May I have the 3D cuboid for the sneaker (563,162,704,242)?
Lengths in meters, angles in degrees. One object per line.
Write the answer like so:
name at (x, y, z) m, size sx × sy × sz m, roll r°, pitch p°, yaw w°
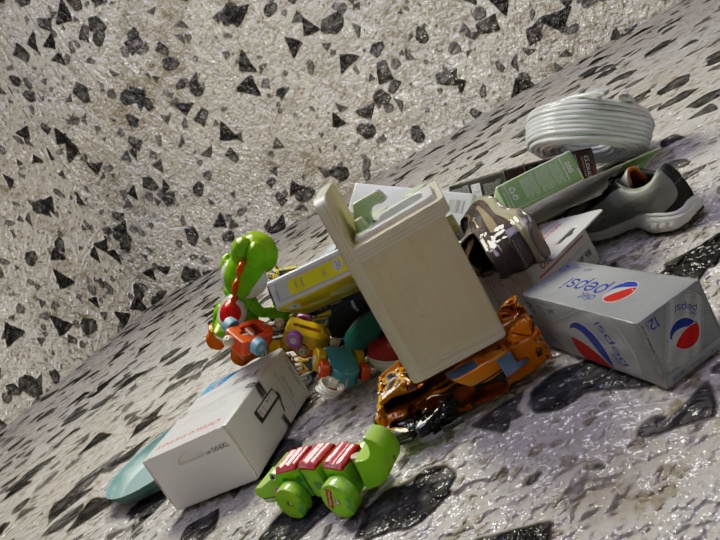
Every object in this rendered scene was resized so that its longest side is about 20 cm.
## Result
sneaker at (0.325, -0.087, 0.911) m, size 0.074 × 0.080 × 0.199 m, roll -38°, pitch 12°, yaw -24°

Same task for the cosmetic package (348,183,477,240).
cosmetic package at (0.101, -0.070, 1.096) m, size 0.197 × 0.150 × 0.053 m, roll 10°, pitch 79°, yaw 33°

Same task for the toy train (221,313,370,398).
toy train at (-0.085, 0.119, 0.976) m, size 0.198 × 0.056 × 0.149 m, roll 28°, pitch 29°, yaw 27°

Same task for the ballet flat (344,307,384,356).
ballet flat at (0.054, 0.054, 1.011) m, size 0.068 × 0.069 × 0.199 m, roll -2°, pitch -27°, yaw -43°

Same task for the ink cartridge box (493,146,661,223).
ink cartridge box at (0.268, -0.112, 0.950) m, size 0.197 × 0.049 × 0.146 m, roll -26°, pitch -12°, yaw 3°

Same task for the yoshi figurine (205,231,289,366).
yoshi figurine at (-0.158, 0.027, 1.044) m, size 0.110 × 0.202 × 0.113 m, roll -2°, pitch 41°, yaw -24°

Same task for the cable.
cable at (0.361, -0.217, 1.166) m, size 0.198 × 0.071 × 0.198 m, roll 8°, pitch -6°, yaw -41°

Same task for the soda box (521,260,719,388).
soda box at (0.228, 0.042, 0.671) m, size 0.068 × 0.064 × 0.200 m, roll -32°, pitch 12°, yaw -10°

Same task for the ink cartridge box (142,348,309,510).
ink cartridge box at (-0.172, 0.208, 0.985) m, size 0.144 × 0.085 × 0.200 m, roll -27°, pitch 13°, yaw 24°

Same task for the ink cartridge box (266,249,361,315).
ink cartridge box at (0.000, 0.000, 0.946) m, size 0.197 × 0.048 × 0.198 m, roll -23°, pitch -10°, yaw 8°

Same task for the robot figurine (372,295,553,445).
robot figurine at (0.095, 0.106, 0.768) m, size 0.198 × 0.059 × 0.145 m, roll -30°, pitch 11°, yaw 8°

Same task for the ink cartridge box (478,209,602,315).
ink cartridge box at (0.204, -0.001, 0.897) m, size 0.115 × 0.067 × 0.199 m, roll -38°, pitch 13°, yaw -30°

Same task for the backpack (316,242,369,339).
backpack at (-0.007, 0.028, 1.160) m, size 0.199 × 0.164 × 0.153 m, roll -37°, pitch -1°, yaw 37°

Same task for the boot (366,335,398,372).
boot at (0.053, 0.049, 0.904) m, size 0.072 × 0.145 × 0.199 m, roll -42°, pitch 14°, yaw -37°

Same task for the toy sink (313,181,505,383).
toy sink at (0.052, -0.017, 0.742) m, size 0.111 × 0.202 × 0.130 m, roll -28°, pitch 10°, yaw 8°

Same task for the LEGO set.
LEGO set at (-0.127, 0.082, 1.136) m, size 0.114 × 0.156 × 0.200 m, roll -9°, pitch 31°, yaw -23°

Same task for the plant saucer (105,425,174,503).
plant saucer at (-0.297, 0.288, 1.129) m, size 0.198 × 0.028 × 0.200 m, roll -32°, pitch 11°, yaw 7°

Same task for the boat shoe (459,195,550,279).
boat shoe at (0.145, -0.036, 0.850) m, size 0.073 × 0.075 × 0.200 m, roll -33°, pitch 10°, yaw -3°

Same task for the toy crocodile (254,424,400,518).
toy crocodile at (-0.037, 0.198, 0.731) m, size 0.198 × 0.062 × 0.067 m, roll -21°, pitch 15°, yaw 44°

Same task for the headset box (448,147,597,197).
headset box at (0.262, -0.128, 1.149) m, size 0.197 × 0.076 × 0.148 m, roll -18°, pitch 5°, yaw -27°
